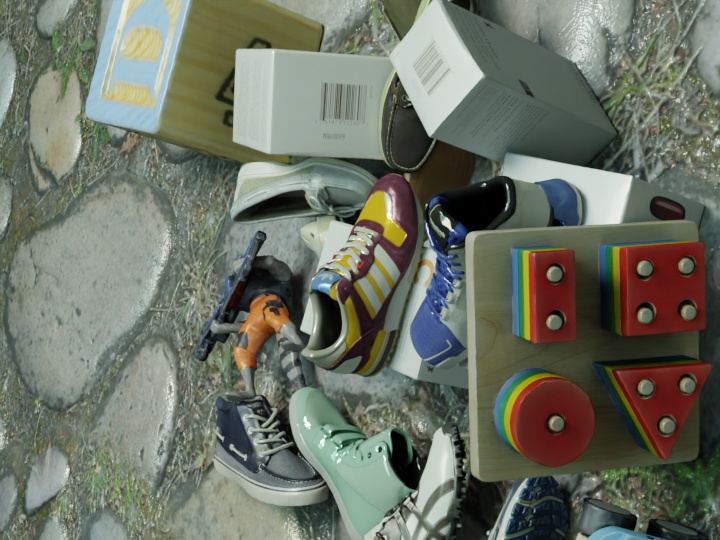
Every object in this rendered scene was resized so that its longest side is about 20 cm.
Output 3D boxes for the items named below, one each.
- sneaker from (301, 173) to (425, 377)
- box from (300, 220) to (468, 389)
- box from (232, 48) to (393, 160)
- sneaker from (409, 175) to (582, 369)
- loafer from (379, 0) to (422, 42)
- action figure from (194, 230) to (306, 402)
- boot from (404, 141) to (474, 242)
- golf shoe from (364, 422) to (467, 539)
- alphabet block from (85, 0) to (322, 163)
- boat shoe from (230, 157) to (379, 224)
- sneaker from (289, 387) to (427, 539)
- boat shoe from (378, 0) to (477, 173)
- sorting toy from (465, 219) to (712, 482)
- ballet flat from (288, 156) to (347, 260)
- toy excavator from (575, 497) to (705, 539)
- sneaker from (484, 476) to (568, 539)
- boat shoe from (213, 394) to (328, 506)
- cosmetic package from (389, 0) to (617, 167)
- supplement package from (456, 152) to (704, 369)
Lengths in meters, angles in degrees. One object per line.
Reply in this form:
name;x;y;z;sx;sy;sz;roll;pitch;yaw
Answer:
sneaker;0.000;0.000;1.254;0.075;0.089;0.203;6;83;50
box;0.045;0.034;1.337;0.199;0.097;0.126;19;93;51
box;-0.046;-0.180;1.403;0.200;0.150;0.108;-150;62;-72
sneaker;0.087;-0.014;1.118;0.200;0.114;0.081;-52;43;27
loafer;0.046;-0.280;1.326;0.075;0.070;0.202;-30;85;25
action figure;-0.121;0.066;1.532;0.201;0.104;0.195;-56;27;38
boot;0.061;-0.145;1.404;0.146;0.070;0.202;33;104;55
golf shoe;0.052;0.243;1.249;0.093;0.078;0.203;9;89;6
alphabet block;-0.196;-0.248;1.622;0.194;0.199;0.199;19;94;49
boat shoe;-0.060;-0.082;1.429;0.200;0.074;0.065;3;67;35
sneaker;0.004;0.178;1.359;0.119;0.073;0.201;-54;54;33
boat shoe;0.064;-0.189;1.280;0.065;0.072;0.202;-93;17;-72
sorting toy;0.190;0.067;1.039;0.070;0.197;0.202;-161;68;-74
ballet flat;-0.044;-0.058;1.489;0.062;0.068;0.202;-18;52;6
toy excavator;0.265;0.267;1.000;0.200;0.192;0.101;-151;78;-77
sneaker;0.124;0.273;1.196;0.085;0.076;0.202;19;93;54
boat shoe;-0.107;0.198;1.471;0.199;0.074;0.094;11;107;51
cosmetic package;0.135;-0.162;1.212;0.081;0.199;0.114;-47;51;30
supplement package;0.191;0.013;1.164;0.155;0.110;0.202;17;93;50
